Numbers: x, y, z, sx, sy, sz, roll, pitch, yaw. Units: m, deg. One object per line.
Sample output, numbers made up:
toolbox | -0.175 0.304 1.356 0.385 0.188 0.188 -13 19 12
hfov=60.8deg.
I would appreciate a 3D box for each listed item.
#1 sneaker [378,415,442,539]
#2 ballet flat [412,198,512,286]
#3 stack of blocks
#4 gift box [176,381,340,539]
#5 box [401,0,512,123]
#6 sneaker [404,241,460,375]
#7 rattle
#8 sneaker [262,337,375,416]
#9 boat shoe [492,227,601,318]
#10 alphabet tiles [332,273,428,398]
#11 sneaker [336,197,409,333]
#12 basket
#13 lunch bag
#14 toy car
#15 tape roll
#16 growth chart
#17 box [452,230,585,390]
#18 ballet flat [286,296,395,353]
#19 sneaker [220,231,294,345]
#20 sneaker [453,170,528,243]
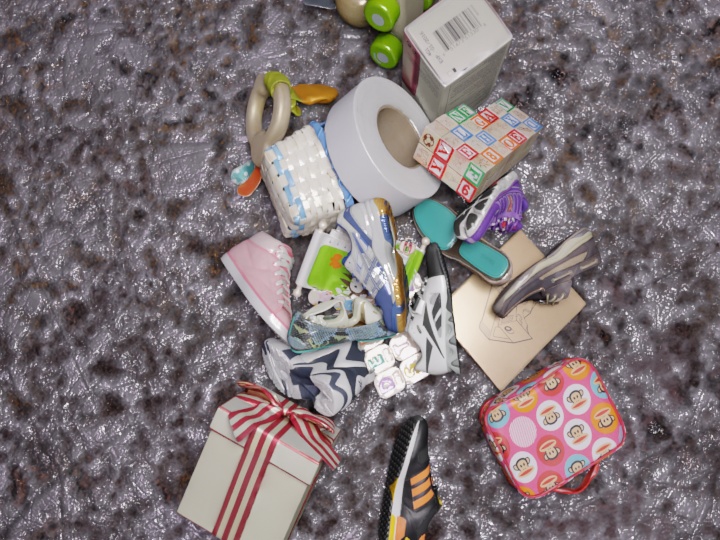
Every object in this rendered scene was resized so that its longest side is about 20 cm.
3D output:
sneaker | 0.089 0.331 0.949 0.088 0.070 0.206 15 83 -11
ballet flat | 0.161 -0.040 0.982 0.068 0.067 0.200 -47 63 4
stack of blocks | 0.186 -0.201 0.954 0.115 0.059 0.199 40 49 15
gift box | -0.133 0.281 0.881 0.181 0.200 0.191 25 94 2
box | 0.142 -0.320 0.958 0.127 0.200 0.110 -35 82 -3
sneaker | 0.102 0.061 0.946 0.086 0.074 0.207 -6 90 11
rattle | -0.132 -0.222 1.043 0.128 0.141 0.206 13 99 36
sneaker | -0.058 0.145 0.966 0.128 0.196 0.082 -20 113 -40
boat shoe | 0.294 0.016 0.949 0.198 0.075 0.074 -37 82 -4
alphabet tiles | 0.034 0.096 1.001 0.192 0.015 0.204 -26 83 -1
sneaker | 0.019 -0.003 0.914 0.086 0.075 0.206 -10 101 15
basket | -0.052 -0.152 0.978 0.195 0.139 0.180 -20 81 -16
lunch bag | 0.298 0.248 0.936 0.196 0.082 0.180 -27 83 -2
toy car | 0.007 -0.465 1.019 0.196 0.159 0.167 24 72 17
tape roll | 0.040 -0.191 0.950 0.070 0.200 0.207 -27 80 41
growth chart | 0.000 0.000 0.958 0.194 0.018 0.148 10 109 -15
box | 0.241 0.062 0.991 0.199 0.021 0.164 -42 84 -5
ballet flat | -0.018 0.075 0.925 0.196 0.074 0.076 -8 81 -34
sneaker | -0.135 0.016 0.969 0.104 0.076 0.201 -37 59 -7
sneaker | 0.215 -0.089 0.946 0.084 0.080 0.199 53 45 -1
